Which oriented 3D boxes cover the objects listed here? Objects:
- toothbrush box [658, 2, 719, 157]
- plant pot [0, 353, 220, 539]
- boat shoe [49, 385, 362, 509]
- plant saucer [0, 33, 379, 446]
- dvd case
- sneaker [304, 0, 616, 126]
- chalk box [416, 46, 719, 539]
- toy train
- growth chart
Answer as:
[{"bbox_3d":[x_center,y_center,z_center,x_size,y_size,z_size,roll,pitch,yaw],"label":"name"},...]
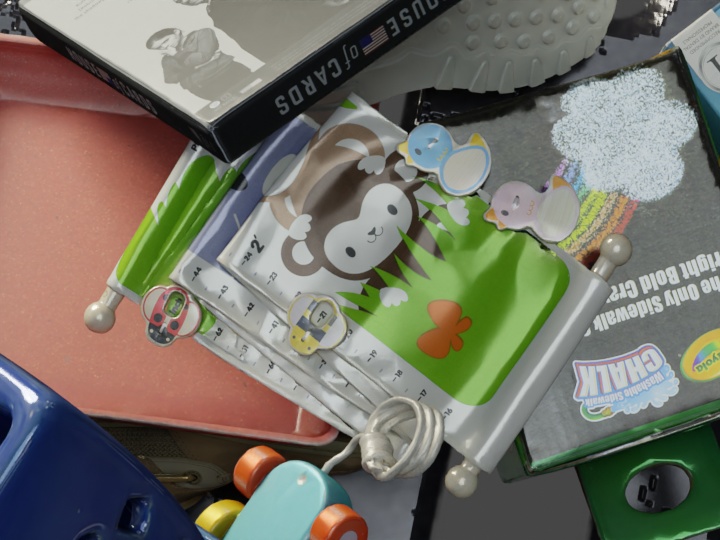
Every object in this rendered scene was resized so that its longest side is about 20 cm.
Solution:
[{"bbox_3d":[0.248,-0.059,1.024,0.146,0.085,0.201,-36,86,-4],"label":"toothbrush box"},{"bbox_3d":[-0.153,0.138,0.835,0.180,0.199,0.201,38,80,-39],"label":"plant pot"},{"bbox_3d":[-0.087,0.072,1.019,0.198,0.071,0.065,8,118,-1],"label":"boat shoe"},{"bbox_3d":[-0.099,-0.010,1.001,0.198,0.037,0.201,8,54,-1],"label":"plant saucer"},{"bbox_3d":[-0.048,-0.124,0.974,0.150,0.200,0.025,-36,124,-14],"label":"dvd case"},{"bbox_3d":[0.023,-0.123,1.034,0.198,0.081,0.077,-10,117,-20],"label":"sneaker"},{"bbox_3d":[0.107,0.023,0.994,0.124,0.124,0.202,-16,85,-4],"label":"chalk box"},{"bbox_3d":[-0.008,0.155,0.875,0.149,0.056,0.201,-16,51,30],"label":"toy train"},{"bbox_3d":[0.000,0.000,0.932,0.199,0.018,0.146,26,89,12],"label":"growth chart"}]
